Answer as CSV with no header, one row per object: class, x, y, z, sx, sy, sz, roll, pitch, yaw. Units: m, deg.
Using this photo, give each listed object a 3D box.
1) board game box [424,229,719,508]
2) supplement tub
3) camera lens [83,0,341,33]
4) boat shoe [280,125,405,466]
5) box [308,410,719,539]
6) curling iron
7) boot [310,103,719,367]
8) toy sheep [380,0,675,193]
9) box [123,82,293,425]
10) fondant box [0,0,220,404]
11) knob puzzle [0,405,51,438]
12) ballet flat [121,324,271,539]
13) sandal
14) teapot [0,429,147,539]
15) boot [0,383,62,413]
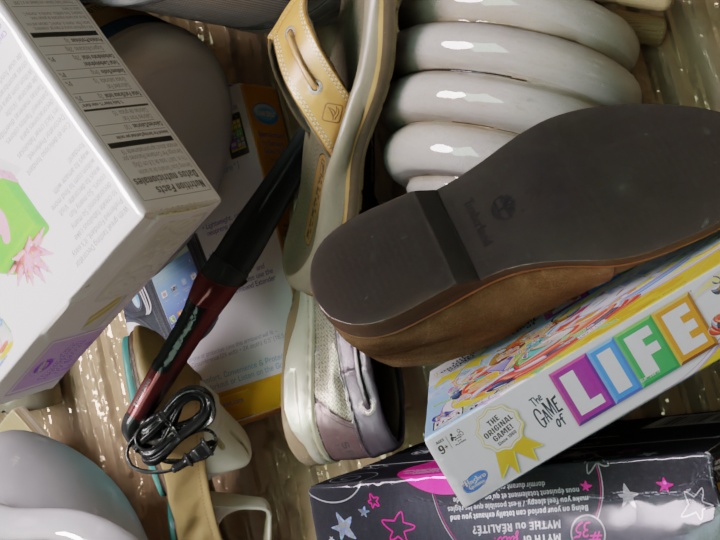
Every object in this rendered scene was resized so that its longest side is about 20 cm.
board game box,0.121,0.021,0.678,0.199,0.134,0.034,-32,95,7
supplement tub,-0.183,-0.089,0.838,0.199,0.144,0.146,26,104,25
camera lens,-0.072,-0.204,0.783,0.159,0.199,0.162,1,92,30
boat shoe,0.000,0.000,0.816,0.064,0.072,0.202,-2,74,21
box,0.098,0.136,0.733,0.198,0.132,0.116,-9,90,31
curling iron,-0.063,0.011,0.793,0.049,0.026,0.201,25,88,-2
boot,0.080,-0.013,0.689,0.198,0.076,0.074,-19,59,6
toy sheep,0.072,-0.082,0.745,0.137,0.138,0.202,6,77,30
box,-0.085,-0.013,0.891,0.118,0.041,0.202,-18,80,30
fondant box,-0.174,-0.060,0.718,0.144,0.058,0.201,-44,74,29
knob puzzle,-0.184,0.207,0.958,0.218,0.030,0.222,8,106,30
ballet flat,-0.083,0.117,0.858,0.062,0.069,0.202,-9,114,-3
sandal,-0.020,-0.086,0.736,0.053,0.080,0.202,8,106,-13
teapot,-0.165,0.189,0.829,0.145,0.200,0.199,26,97,-1
boot,-0.258,-0.016,0.975,0.180,0.073,0.202,-3,97,17
